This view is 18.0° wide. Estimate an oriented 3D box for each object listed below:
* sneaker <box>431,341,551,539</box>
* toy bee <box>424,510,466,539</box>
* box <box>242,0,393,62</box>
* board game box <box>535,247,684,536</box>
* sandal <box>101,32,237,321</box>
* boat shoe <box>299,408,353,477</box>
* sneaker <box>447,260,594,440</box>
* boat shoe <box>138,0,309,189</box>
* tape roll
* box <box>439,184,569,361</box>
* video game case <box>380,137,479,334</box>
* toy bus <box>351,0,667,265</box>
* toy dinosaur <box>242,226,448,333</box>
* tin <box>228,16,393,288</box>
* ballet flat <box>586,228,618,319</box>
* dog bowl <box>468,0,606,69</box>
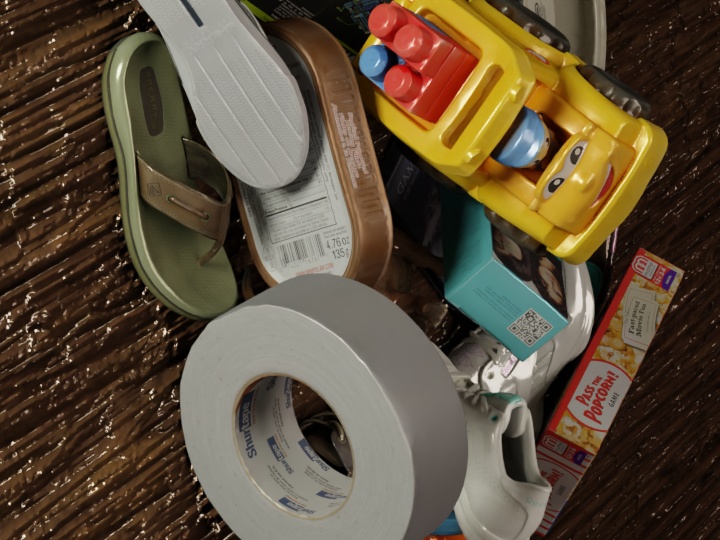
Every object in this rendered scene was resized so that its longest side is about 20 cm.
[{"bbox_3d":[0.088,0.112,1.693,0.075,0.200,0.089,-2,138,-38],"label":"sneaker"},{"bbox_3d":[0.030,0.205,1.711,0.200,0.108,0.131,63,33,-69],"label":"toy bee"},{"bbox_3d":[0.000,-0.237,1.554,0.200,0.193,0.048,29,33,-51],"label":"box"},{"bbox_3d":[0.191,0.101,1.867,0.200,0.046,0.152,-59,175,-34],"label":"board game box"},{"bbox_3d":[-0.120,-0.059,1.504,0.080,0.057,0.202,-37,119,-50],"label":"sandal"},{"bbox_3d":[-0.009,0.137,1.657,0.073,0.074,0.201,42,55,-40],"label":"boat shoe"},{"bbox_3d":[0.120,0.064,1.796,0.099,0.075,0.201,14,99,-46],"label":"sneaker"},{"bbox_3d":[-0.089,-0.149,1.488,0.071,0.072,0.200,-92,158,-62],"label":"boat shoe"},{"bbox_3d":[-0.027,0.107,1.527,0.066,0.200,0.201,-29,116,-47],"label":"tape roll"},{"bbox_3d":[0.104,-0.025,1.685,0.082,0.049,0.200,39,25,-22],"label":"box"},{"bbox_3d":[0.083,-0.054,1.808,0.200,0.019,0.143,52,53,-41],"label":"video game case"},{"bbox_3d":[0.083,-0.114,1.545,0.136,0.200,0.192,-54,149,9],"label":"toy bus"},{"bbox_3d":[0.000,0.000,1.661,0.086,0.135,0.200,-56,180,28],"label":"toy dinosaur"},{"bbox_3d":[-0.041,-0.073,1.546,0.042,0.112,0.201,-14,89,-51],"label":"tin"},{"bbox_3d":[0.181,-0.009,1.909,0.071,0.069,0.201,74,34,-74],"label":"ballet flat"},{"bbox_3d":[0.129,-0.196,1.784,0.200,0.074,0.201,0,90,-66],"label":"dog bowl"}]
